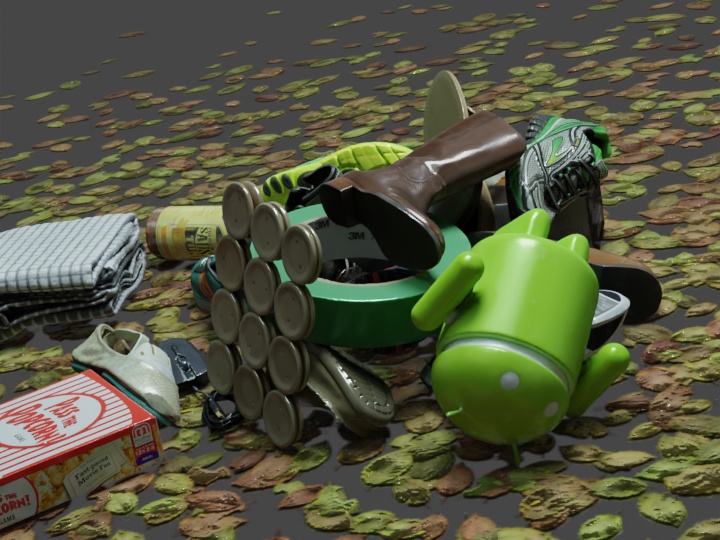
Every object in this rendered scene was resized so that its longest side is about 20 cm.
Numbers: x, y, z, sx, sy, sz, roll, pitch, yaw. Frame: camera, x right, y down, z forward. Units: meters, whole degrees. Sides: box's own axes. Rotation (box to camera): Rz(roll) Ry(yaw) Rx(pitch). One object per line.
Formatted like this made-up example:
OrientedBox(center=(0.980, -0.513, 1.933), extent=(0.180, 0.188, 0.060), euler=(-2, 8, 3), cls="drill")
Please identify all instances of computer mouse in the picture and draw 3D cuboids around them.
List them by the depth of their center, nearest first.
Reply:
OrientedBox(center=(0.151, 0.074, 1.399), extent=(0.199, 0.044, 0.110), euler=(-22, 18, -13), cls="computer mouse")
OrientedBox(center=(-0.155, 0.101, 1.490), extent=(0.058, 0.034, 0.200), euler=(-19, 22, -22), cls="computer mouse")

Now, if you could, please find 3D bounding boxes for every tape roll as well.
OrientedBox(center=(0.000, 0.000, 1.435), extent=(0.199, 0.048, 0.201), euler=(1, 27, -1), cls="tape roll")

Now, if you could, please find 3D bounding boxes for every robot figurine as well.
OrientedBox(center=(0.125, 0.052, 1.292), extent=(0.116, 0.175, 0.201), euler=(-29, 34, 53), cls="robot figurine")

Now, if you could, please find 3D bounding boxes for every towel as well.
OrientedBox(center=(-0.332, 0.008, 1.762), extent=(0.164, 0.086, 0.200), euler=(-6, 19, 7), cls="towel")

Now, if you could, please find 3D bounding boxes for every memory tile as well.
OrientedBox(center=(-0.084, 0.036, 1.369), extent=(0.017, 0.201, 0.153), euler=(-8, 26, -35), cls="memory tile")

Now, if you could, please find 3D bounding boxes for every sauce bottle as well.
OrientedBox(center=(-0.150, -0.043, 1.825), extent=(0.199, 0.066, 0.066), euler=(-1, 22, 30), cls="sauce bottle")

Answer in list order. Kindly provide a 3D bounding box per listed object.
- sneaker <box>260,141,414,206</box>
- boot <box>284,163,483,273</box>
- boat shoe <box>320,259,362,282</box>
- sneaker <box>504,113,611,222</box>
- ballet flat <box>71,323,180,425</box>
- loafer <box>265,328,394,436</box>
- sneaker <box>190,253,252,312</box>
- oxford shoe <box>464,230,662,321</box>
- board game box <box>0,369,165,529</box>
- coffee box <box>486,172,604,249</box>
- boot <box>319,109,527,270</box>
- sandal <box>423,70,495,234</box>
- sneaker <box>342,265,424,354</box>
OrientedBox(center=(-0.012, -0.099, 1.701), extent=(0.199, 0.075, 0.084), euler=(-8, 13, 30), cls="sneaker")
OrientedBox(center=(0.016, -0.065, 1.564), extent=(0.200, 0.130, 0.068), euler=(-32, 38, 45), cls="boot")
OrientedBox(center=(-0.035, -0.019, 1.689), extent=(0.072, 0.073, 0.200), euler=(-9, 20, 10), cls="boat shoe")
OrientedBox(center=(0.193, -0.098, 1.562), extent=(0.085, 0.078, 0.200), euler=(1, 34, 23), cls="sneaker")
OrientedBox(center=(-0.213, 0.088, 1.490), extent=(0.063, 0.067, 0.200), euler=(-55, 34, -11), cls="ballet flat")
OrientedBox(center=(-0.039, 0.095, 1.403), extent=(0.076, 0.068, 0.200), euler=(29, 8, -37), cls="loafer")
OrientedBox(center=(-0.131, 0.005, 1.662), extent=(0.071, 0.080, 0.200), euler=(-18, 21, -19), cls="sneaker")
OrientedBox(center=(0.181, 0.003, 1.504), extent=(0.199, 0.072, 0.071), euler=(13, 18, 2), cls="oxford shoe")
OrientedBox(center=(-0.291, 0.160, 1.384), extent=(0.199, 0.047, 0.151), euler=(-21, 23, -26), cls="board game box")
OrientedBox(center=(0.149, -0.054, 1.677), extent=(0.199, 0.080, 0.114), euler=(-5, 23, 16), cls="coffee box")
OrientedBox(center=(0.088, -0.080, 1.443), extent=(0.199, 0.065, 0.186), euler=(-23, 33, -25), cls="boot")
OrientedBox(center=(0.119, -0.106, 1.623), extent=(0.069, 0.078, 0.213), euler=(10, 50, -26), cls="sandal")
OrientedBox(center=(0.047, 0.030, 1.545), extent=(0.199, 0.080, 0.095), euler=(-11, 6, -20), cls="sneaker")
